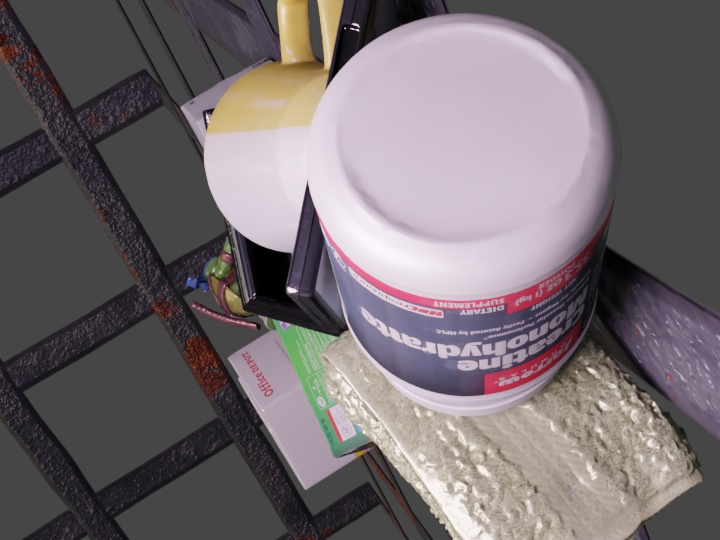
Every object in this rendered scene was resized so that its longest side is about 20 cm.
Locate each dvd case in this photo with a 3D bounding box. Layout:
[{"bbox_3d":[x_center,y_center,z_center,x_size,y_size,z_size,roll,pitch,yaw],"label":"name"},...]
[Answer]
[{"bbox_3d":[-0.006,-0.071,0.668,0.143,0.017,0.202,62,-141,-79],"label":"dvd case"}]

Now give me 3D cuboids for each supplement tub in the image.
[{"bbox_3d":[0.053,-0.017,0.581,0.141,0.140,0.200,55,171,25],"label":"supplement tub"}]

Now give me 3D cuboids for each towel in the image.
[{"bbox_3d":[0.085,0.082,0.669,0.200,0.148,0.037,49,170,21],"label":"towel"}]

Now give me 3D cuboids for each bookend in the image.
[{"bbox_3d":[-0.041,-0.056,1.050,0.199,0.092,0.200,12,116,55],"label":"bookend"}]

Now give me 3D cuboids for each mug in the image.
[{"bbox_3d":[-0.035,-0.099,0.840,0.187,0.149,0.153,55,165,-16],"label":"mug"}]

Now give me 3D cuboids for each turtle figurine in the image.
[{"bbox_3d":[-0.100,0.005,1.415,0.194,0.199,0.145,43,140,46],"label":"turtle figurine"}]

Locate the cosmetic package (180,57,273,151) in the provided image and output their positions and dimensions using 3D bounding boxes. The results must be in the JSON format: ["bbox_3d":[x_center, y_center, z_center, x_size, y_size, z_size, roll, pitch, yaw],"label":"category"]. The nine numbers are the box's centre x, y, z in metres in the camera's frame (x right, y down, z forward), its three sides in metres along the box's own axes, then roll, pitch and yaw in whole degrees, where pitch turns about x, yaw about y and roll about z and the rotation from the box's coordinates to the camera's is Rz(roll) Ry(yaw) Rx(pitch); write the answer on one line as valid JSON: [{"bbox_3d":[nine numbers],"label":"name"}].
[{"bbox_3d":[-0.093,-0.111,1.235,0.201,0.112,0.081,62,172,-30],"label":"cosmetic package"}]

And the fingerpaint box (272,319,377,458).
[{"bbox_3d":[-0.010,0.094,1.276,0.201,0.073,0.167,65,-160,11],"label":"fingerpaint box"}]

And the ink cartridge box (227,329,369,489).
[{"bbox_3d":[-0.036,0.140,1.456,0.145,0.199,0.147,64,171,-31],"label":"ink cartridge box"}]
